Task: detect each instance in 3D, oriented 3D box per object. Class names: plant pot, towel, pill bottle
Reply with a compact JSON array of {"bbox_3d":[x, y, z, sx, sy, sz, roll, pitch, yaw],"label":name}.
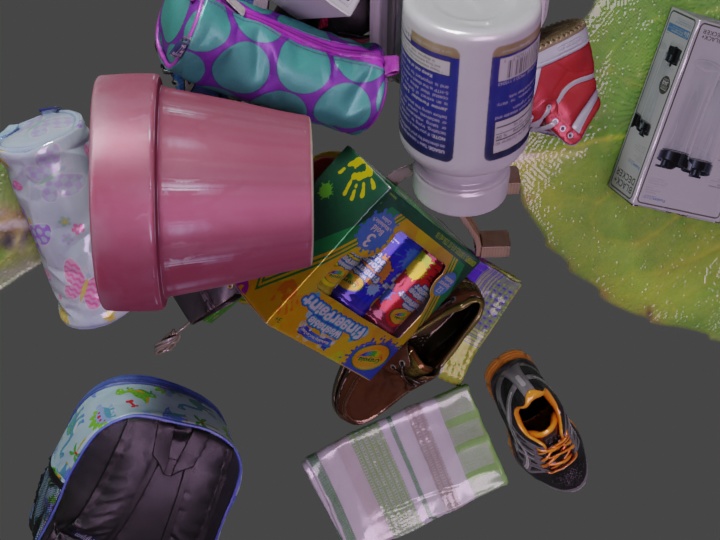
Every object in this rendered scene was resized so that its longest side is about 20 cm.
[{"bbox_3d":[-0.130,-0.065,1.162,0.178,0.200,0.201,0,113,-5],"label":"plant pot"},{"bbox_3d":[0.051,0.222,1.503,0.199,0.031,0.150,-25,119,-1],"label":"towel"},{"bbox_3d":[0.093,-0.153,1.216,0.119,0.120,0.201,-11,132,-14],"label":"pill bottle"},{"bbox_3d":[0.062,0.029,1.437,0.199,0.023,0.144,28,101,-26],"label":"towel"}]

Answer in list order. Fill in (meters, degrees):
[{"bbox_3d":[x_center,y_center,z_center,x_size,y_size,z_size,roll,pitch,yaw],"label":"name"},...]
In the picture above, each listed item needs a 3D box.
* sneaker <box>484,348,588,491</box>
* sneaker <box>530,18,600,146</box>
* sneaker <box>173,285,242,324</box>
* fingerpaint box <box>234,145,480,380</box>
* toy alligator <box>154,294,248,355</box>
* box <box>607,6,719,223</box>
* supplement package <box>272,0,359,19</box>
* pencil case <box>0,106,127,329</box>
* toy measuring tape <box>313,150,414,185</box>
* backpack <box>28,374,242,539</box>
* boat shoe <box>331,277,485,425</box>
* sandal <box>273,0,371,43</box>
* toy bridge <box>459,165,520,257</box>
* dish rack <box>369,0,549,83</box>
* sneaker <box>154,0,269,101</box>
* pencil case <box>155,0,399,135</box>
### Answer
[{"bbox_3d":[0.201,0.180,1.519,0.078,0.077,0.200,-36,120,-2],"label":"sneaker"},{"bbox_3d":[0.149,-0.158,1.357,0.199,0.071,0.113,-26,115,-9],"label":"sneaker"},{"bbox_3d":[-0.110,-0.043,1.290,0.200,0.075,0.106,-38,83,15],"label":"sneaker"},{"bbox_3d":[0.000,0.000,1.304,0.167,0.073,0.200,-47,145,6],"label":"fingerpaint box"},{"bbox_3d":[-0.130,0.008,1.353,0.199,0.059,0.054,-32,74,5],"label":"toy alligator"},{"bbox_3d":[0.347,-0.159,1.428,0.116,0.060,0.201,9,109,-21],"label":"box"},{"bbox_3d":[-0.024,-0.328,1.175,0.109,0.114,0.201,32,84,-27],"label":"supplement package"},{"bbox_3d":[-0.267,-0.045,1.263,0.090,0.083,0.201,-10,118,13],"label":"pencil case"},{"bbox_3d":[0.005,-0.100,1.333,0.199,0.074,0.074,-32,119,0],"label":"toy measuring tape"},{"bbox_3d":[-0.219,0.204,1.349,0.182,0.147,0.201,19,110,-23],"label":"backpack"},{"bbox_3d":[0.046,0.085,1.405,0.072,0.068,0.200,34,100,-29],"label":"boat shoe"},{"bbox_3d":[0.002,-0.248,1.284,0.199,0.045,0.075,-26,118,-6],"label":"sandal"},{"bbox_3d":[0.124,-0.088,1.362,0.067,0.027,0.201,-2,139,-3],"label":"toy bridge"},{"bbox_3d":[0.102,-0.258,1.265,0.199,0.044,0.172,-24,140,-23],"label":"dish rack"},{"bbox_3d":[-0.149,-0.179,1.257,0.089,0.079,0.201,14,102,-12],"label":"sneaker"},{"bbox_3d":[-0.073,-0.185,1.186,0.199,0.086,0.092,16,141,-27],"label":"pencil case"}]
